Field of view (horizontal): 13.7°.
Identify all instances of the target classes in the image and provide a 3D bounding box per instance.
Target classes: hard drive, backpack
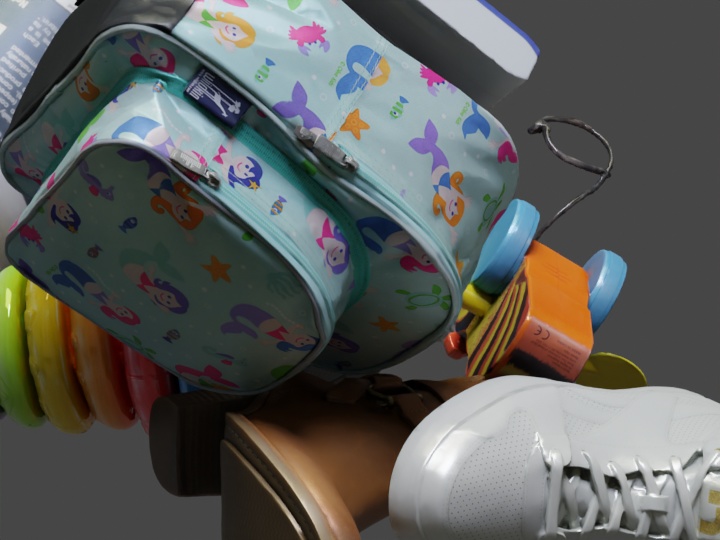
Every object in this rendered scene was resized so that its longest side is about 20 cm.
[{"bbox_3d":[-0.028,-0.088,1.330,0.200,0.132,0.025,-36,21,51],"label":"hard drive"},{"bbox_3d":[-0.041,-0.037,1.261,0.199,0.151,0.177,30,-31,-15],"label":"backpack"}]

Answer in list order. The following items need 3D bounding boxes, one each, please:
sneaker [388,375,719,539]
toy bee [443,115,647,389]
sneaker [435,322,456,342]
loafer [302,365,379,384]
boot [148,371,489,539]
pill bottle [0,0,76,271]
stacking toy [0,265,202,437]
[{"bbox_3d":[0.115,0.087,1.228,0.199,0.074,0.115,-7,15,-42],"label":"sneaker"},{"bbox_3d":[0.082,0.023,1.440,0.131,0.109,0.200,39,29,10],"label":"toy bee"},{"bbox_3d":[-0.002,-0.043,1.577,0.200,0.070,0.099,45,20,7],"label":"sneaker"},{"bbox_3d":[0.000,0.000,1.464,0.063,0.072,0.200,26,54,25],"label":"loafer"},{"bbox_3d":[0.009,0.084,1.279,0.154,0.074,0.200,-4,20,-20],"label":"boot"},{"bbox_3d":[-0.196,-0.067,1.491,0.119,0.120,0.200,10,49,34],"label":"pill bottle"},{"bbox_3d":[-0.156,0.036,1.405,0.198,0.117,0.110,-8,17,7],"label":"stacking toy"}]
